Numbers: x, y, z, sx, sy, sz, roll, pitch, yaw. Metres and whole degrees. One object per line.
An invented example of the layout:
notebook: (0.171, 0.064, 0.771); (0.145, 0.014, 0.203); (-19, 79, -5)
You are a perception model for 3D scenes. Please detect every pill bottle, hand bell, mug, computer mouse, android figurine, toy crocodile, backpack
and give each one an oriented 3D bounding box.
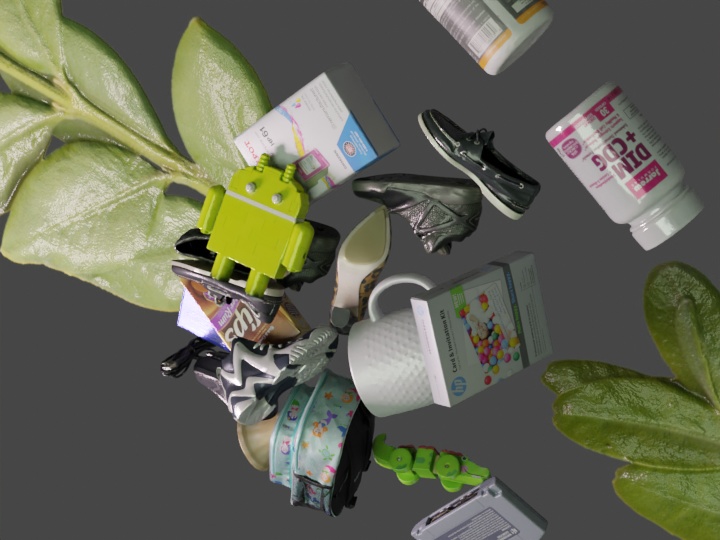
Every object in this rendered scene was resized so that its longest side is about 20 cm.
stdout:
pill bottle: (0.340, -0.132, 1.428); (0.113, 0.113, 0.200); (-40, 89, 33)
hand bell: (-0.091, 0.247, 1.834); (0.199, 0.104, 0.104); (-25, 97, 20)
mug: (0.082, 0.100, 1.635); (0.175, 0.148, 0.201); (-17, 100, 21)
computer mouse: (-0.215, 0.170, 1.821); (0.200, 0.138, 0.053); (32, 121, 13)
android figurine: (-0.149, -0.068, 1.620); (0.182, 0.041, 0.201); (25, 100, 20)
toy crocodile: (0.110, 0.303, 1.755); (0.199, 0.062, 0.068); (5, 151, 24)
pill bottle: (0.144, -0.360, 1.440); (0.200, 0.116, 0.116); (48, 123, 4)
backpack: (-0.052, 0.249, 1.690); (0.150, 0.178, 0.200); (20, 139, 8)

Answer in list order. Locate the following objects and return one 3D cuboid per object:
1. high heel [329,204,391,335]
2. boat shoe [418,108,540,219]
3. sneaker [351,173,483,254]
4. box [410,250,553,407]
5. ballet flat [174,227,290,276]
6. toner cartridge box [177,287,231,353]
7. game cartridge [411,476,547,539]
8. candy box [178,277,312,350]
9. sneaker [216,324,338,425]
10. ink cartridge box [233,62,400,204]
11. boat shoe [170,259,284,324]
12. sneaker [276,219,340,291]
high heel: (0.000, 0.000, 1.702); (0.071, 0.143, 0.201); (21, 84, 5)
boat shoe: (0.167, -0.160, 1.531); (0.199, 0.074, 0.066); (47, 121, 3)
sneaker: (0.077, -0.081, 1.608); (0.199, 0.076, 0.115); (9, 107, 19)
box: (0.172, 0.078, 1.551); (0.041, 0.199, 0.157); (9, 116, 56)
ballet flat: (-0.189, -0.019, 1.679); (0.199, 0.057, 0.067); (12, 120, 27)
toner cartridge box: (-0.202, 0.086, 1.839); (0.199, 0.043, 0.095); (26, 119, 17)
game cartridge: (0.190, 0.408, 1.746); (0.133, 0.041, 0.200); (44, 127, -8)
candy box: (-0.182, 0.053, 1.766); (0.117, 0.056, 0.200); (-41, 80, 14)
sneaker: (-0.135, 0.122, 1.671); (0.199, 0.079, 0.130); (-45, 58, 10)
ink cartridge box: (-0.067, -0.187, 1.636); (0.200, 0.085, 0.145); (-31, 94, 34)
boat shoe: (-0.210, 0.029, 1.707); (0.199, 0.073, 0.063); (16, 102, 23)
sneaker: (-0.135, -0.035, 1.728); (0.199, 0.076, 0.115); (20, 111, 14)
